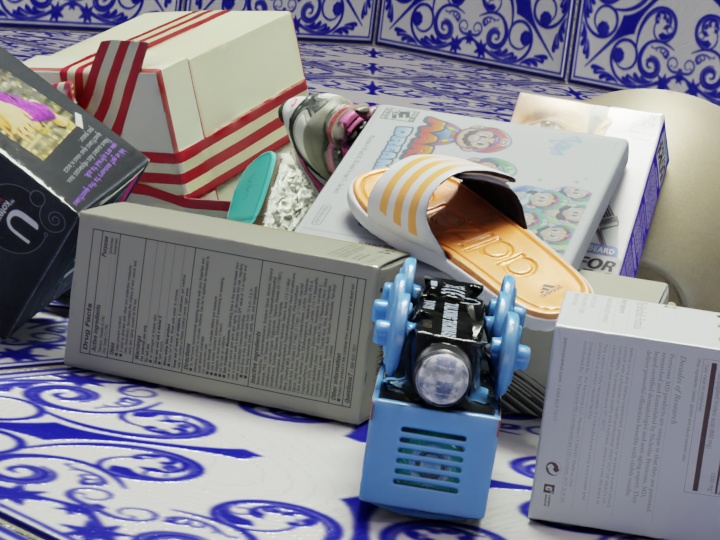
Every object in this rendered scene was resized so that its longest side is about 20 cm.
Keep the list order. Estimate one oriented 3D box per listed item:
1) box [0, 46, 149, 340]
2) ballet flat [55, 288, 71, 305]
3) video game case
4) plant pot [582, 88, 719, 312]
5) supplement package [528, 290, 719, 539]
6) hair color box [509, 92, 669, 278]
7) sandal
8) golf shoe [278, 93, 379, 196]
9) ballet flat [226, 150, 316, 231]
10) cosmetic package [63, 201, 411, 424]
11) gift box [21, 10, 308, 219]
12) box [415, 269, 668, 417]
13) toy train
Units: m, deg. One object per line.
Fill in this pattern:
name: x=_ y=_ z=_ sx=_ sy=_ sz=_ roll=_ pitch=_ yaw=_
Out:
box: x=-0.263 y=-0.073 z=1.475 sx=0.200 sy=0.122 sz=0.106 roll=38 pitch=32 yaw=4
ballet flat: x=-0.125 y=0.007 z=1.578 sx=0.200 sy=0.057 sz=0.066 roll=8 pitch=11 yaw=-11
video game case: x=0.067 y=-0.045 z=1.474 sx=0.182 sy=0.024 sz=0.200 roll=9 pitch=34 yaw=16
plant pot: x=0.210 y=-0.016 z=1.662 sx=0.200 sy=0.200 sz=0.134 roll=9 pitch=42 yaw=13
supplement package: x=0.201 y=0.086 z=1.216 sx=0.200 sy=0.110 sz=0.114 roll=8 pitch=11 yaw=6
hair color box: x=0.138 y=-0.021 z=1.545 sx=0.109 sy=0.200 sz=0.065 roll=10 pitch=-30 yaw=17
sandal: x=0.073 y=-0.034 z=1.384 sx=0.079 sy=0.059 sz=0.207 roll=-24 pitch=40 yaw=-30
golf shoe: x=0.005 y=-0.055 z=1.658 sx=0.073 sy=0.200 sz=0.092 roll=-43 pitch=41 yaw=-22
ballet flat: x=-0.072 y=-0.006 z=1.547 sx=0.072 sy=0.072 sz=0.200 roll=10 pitch=44 yaw=15
cosmetic package: x=-0.077 y=0.024 z=1.393 sx=0.200 sy=0.104 sz=0.073 roll=12 pitch=11 yaw=18
gift box: x=-0.144 y=-0.107 z=1.714 sx=0.200 sy=0.185 sz=0.187 roll=-1 pitch=22 yaw=41
box: x=0.093 y=0.041 z=1.435 sx=0.200 sy=0.082 sz=0.068 roll=9 pitch=31 yaw=18
toy train: x=0.043 y=0.062 z=1.228 sx=0.087 sy=0.114 sz=0.200 roll=10 pitch=11 yaw=1
